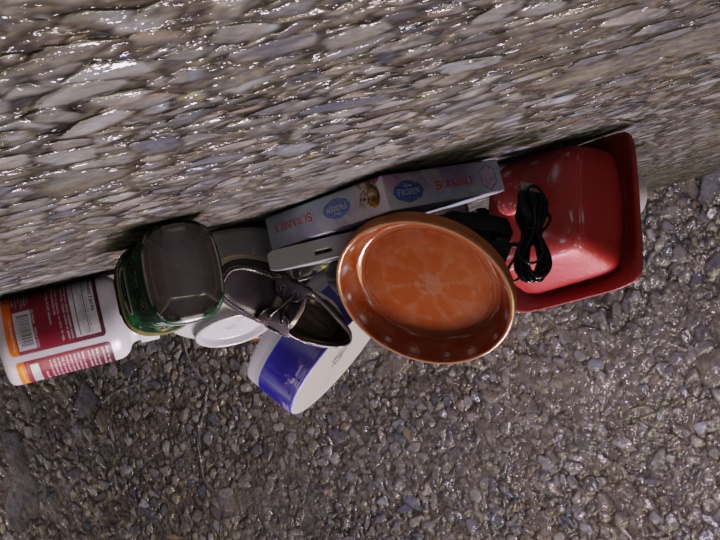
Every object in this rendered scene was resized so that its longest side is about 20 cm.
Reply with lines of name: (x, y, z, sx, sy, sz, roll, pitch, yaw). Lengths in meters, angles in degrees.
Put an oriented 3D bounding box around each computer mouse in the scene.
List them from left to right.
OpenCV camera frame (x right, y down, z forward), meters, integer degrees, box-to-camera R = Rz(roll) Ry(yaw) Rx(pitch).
computer mouse: (0.110, -0.034, 1.325, 0.199, 0.139, 0.053, -13, 135, 20)

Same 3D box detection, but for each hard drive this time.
hard drive: (-0.019, -0.028, 1.423, 0.131, 0.027, 0.200, -13, 180, 14)

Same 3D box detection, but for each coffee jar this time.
coffee jar: (-0.207, 0.013, 1.266, 0.085, 0.105, 0.200, -11, 177, -21)

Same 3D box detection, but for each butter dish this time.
butter dish: (0.222, -0.070, 1.438, 0.147, 0.201, 0.199, 18, 154, -40)

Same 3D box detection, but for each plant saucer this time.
plant saucer: (0.072, 0.018, 1.293, 0.199, 0.201, 0.032, -16, -148, 33)

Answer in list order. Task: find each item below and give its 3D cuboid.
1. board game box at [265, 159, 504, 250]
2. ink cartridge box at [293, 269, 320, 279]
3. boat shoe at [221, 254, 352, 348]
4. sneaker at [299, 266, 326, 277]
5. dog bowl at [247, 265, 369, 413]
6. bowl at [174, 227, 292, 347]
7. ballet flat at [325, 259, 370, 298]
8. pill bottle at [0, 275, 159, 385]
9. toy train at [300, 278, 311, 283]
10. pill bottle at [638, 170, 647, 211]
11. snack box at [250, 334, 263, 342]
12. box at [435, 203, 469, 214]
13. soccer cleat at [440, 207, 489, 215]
board game box: (0.027, -0.076, 1.375, 0.199, 0.041, 0.199, -17, 177, 44)
ink cartridge box: (-0.154, -0.002, 1.671, 0.199, 0.068, 0.117, -14, 178, -12)
boat shoe: (-0.086, 0.040, 1.390, 0.199, 0.072, 0.065, 30, 179, -38)
sneaker: (-0.093, -0.009, 1.803, 0.199, 0.075, 0.085, -14, 178, -22)
dog bowl: (-0.055, 0.089, 1.572, 0.200, 0.079, 0.200, -47, 167, -15)
bowl: (-0.165, 0.034, 1.458, 0.200, 0.091, 0.201, -15, 159, -6)
ballet flat: (0.000, 0.000, 1.437, 0.067, 0.057, 0.200, -57, 176, 5)
pill bottle: (-0.368, 0.072, 1.556, 0.199, 0.114, 0.113, -13, 178, -11)
toy train: (-0.125, 0.044, 1.675, 0.199, 0.034, 0.046, -15, 180, 9)
pill bottle: (0.311, -0.099, 1.695, 0.199, 0.115, 0.114, -13, 177, -37)
snack box: (-0.142, 0.025, 1.587, 0.071, 0.024, 0.200, -15, 142, 4)
box: (0.058, -0.064, 1.623, 0.116, 0.061, 0.200, -14, 177, -19)
soccer cleat: (0.125, -0.037, 1.503, 0.073, 0.069, 0.200, -23, 170, 28)
